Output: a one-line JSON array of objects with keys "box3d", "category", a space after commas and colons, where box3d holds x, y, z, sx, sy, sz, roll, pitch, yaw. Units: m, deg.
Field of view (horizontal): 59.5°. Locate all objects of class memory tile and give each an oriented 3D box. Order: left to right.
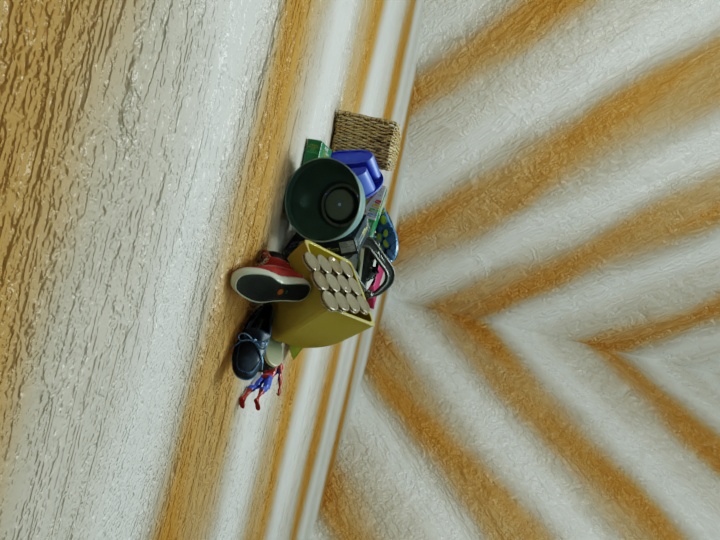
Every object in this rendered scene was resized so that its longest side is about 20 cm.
[{"box3d": [-0.055, 0.032, 1.436, 0.199, 0.017, 0.154, 12, 48, -60], "category": "memory tile"}]

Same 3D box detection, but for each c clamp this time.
[{"box3d": [0.000, 0.000, 1.694, 0.171, 0.200, 0.027, -50, -156, -16], "category": "c clamp"}]

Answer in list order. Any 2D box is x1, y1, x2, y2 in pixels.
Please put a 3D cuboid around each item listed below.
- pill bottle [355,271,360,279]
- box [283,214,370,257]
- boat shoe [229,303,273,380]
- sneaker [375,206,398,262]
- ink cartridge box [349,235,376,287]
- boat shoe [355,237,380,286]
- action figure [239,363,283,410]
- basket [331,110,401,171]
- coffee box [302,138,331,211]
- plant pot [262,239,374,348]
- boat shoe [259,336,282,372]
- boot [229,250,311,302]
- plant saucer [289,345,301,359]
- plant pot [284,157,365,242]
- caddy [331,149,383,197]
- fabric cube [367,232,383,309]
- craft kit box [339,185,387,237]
[{"box3d": [-0.101, 0.064, 1.716, 0.199, 0.113, 0.114, -23, 141, -24], "category": "pill bottle"}, {"box3d": [-0.084, -0.082, 1.649, 0.158, 0.198, 0.051, -63, 141, -61], "category": "box"}, {"box3d": [-0.241, 0.149, 1.401, 0.201, 0.083, 0.069, -88, -159, -47], "category": "boat shoe"}, {"box3d": [0.078, -0.106, 1.847, 0.083, 0.070, 0.201, 44, 25, -49], "category": "sneaker"}, {"box3d": [-0.056, -0.039, 1.893, 0.145, 0.198, 0.149, -55, 155, -73], "category": "ink cartridge box"}, {"box3d": [0.022, -0.006, 1.770, 0.075, 0.065, 0.201, -106, -161, -62], "category": "boat shoe"}, {"box3d": [-0.243, 0.304, 1.615, 0.200, 0.065, 0.100, -61, 153, -58], "category": "action figure"}, {"box3d": [0.023, -0.394, 1.908, 0.143, 0.198, 0.151, -42, 143, -73], "category": "basket"}, {"box3d": [-0.128, -0.238, 1.672, 0.123, 0.044, 0.202, 0, 102, -79], "category": "coffee box"}, {"box3d": [-0.120, 0.083, 1.517, 0.194, 0.199, 0.197, 26, 35, -51], "category": "plant pot"}, {"box3d": [-0.225, 0.159, 1.563, 0.074, 0.063, 0.203, 39, 38, -32], "category": "boat shoe"}, {"box3d": [-0.219, 0.001, 1.371, 0.199, 0.144, 0.073, 10, 119, -47], "category": "boot"}, {"box3d": [-0.144, 0.139, 1.884, 0.200, 0.048, 0.200, -51, -172, 36], "category": "plant saucer"}, {"box3d": [-0.070, -0.168, 1.560, 0.134, 0.198, 0.203, 2, 100, -70], "category": "plant pot"}, {"box3d": [-0.034, -0.262, 1.791, 0.106, 0.198, 0.142, 70, 31, -42], "category": "caddy"}, {"box3d": [-0.024, -0.010, 2.160, 0.200, 0.194, 0.202, 87, 16, -65], "category": "fabric cube"}, {"box3d": [-0.039, -0.180, 1.824, 0.049, 0.195, 0.201, 85, 19, -53], "category": "craft kit box"}]
